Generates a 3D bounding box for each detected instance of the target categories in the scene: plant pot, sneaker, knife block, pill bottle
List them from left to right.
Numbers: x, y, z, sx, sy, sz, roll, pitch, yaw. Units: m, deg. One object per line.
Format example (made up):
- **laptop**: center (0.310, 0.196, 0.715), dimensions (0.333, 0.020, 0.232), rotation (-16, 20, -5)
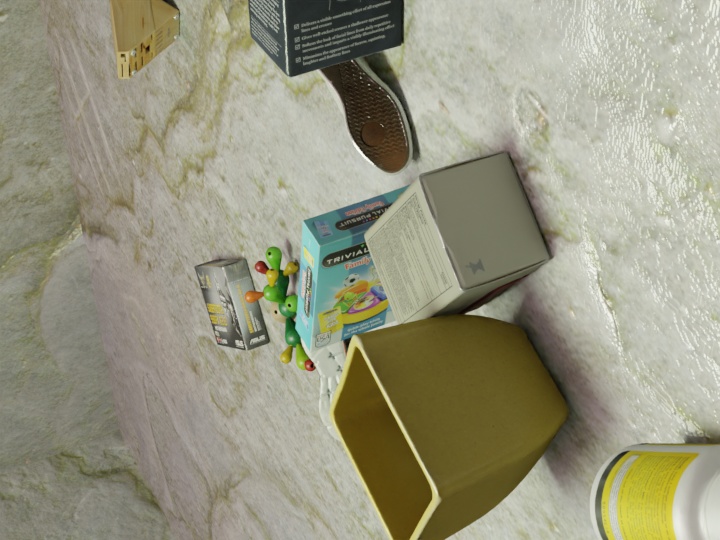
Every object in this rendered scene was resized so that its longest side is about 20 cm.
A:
- **knife block**: center (-0.407, -0.438, 2.237), dimensions (0.175, 0.200, 0.064), rotation (30, 145, 16)
- **sneaker**: center (-0.032, 0.156, 1.956), dimensions (0.082, 0.076, 0.202), rotation (-72, -31, -79)
- **sneaker**: center (0.008, -0.204, 1.558), dimensions (0.201, 0.072, 0.085), rotation (61, -169, 7)
- **plant pot**: center (0.105, 0.162, 1.401), dimensions (0.195, 0.199, 0.196), rotation (61, 156, 25)
- **pill bottle**: center (0.288, 0.203, 1.093), dimensions (0.115, 0.113, 0.200), rotation (71, 160, 1)

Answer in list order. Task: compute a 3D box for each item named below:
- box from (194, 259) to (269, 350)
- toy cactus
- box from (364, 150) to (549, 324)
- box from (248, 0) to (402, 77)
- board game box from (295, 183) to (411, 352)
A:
- **box**: center (-0.239, 0.061, 2.392), dimensions (0.200, 0.048, 0.160), rotation (2, 110, 68)
- **toy cactus**: center (-0.123, 0.067, 2.068), dimensions (0.201, 0.102, 0.165), rotation (63, 169, -1)
- **box**: center (0.097, -0.026, 1.390), dimensions (0.129, 0.108, 0.200), rotation (69, 159, 9)
- **box**: center (-0.041, -0.337, 1.423), dimensions (0.107, 0.147, 0.201), rotation (50, 150, 43)
- **board game box**: center (0.000, 0.000, 1.597), dimensions (0.047, 0.150, 0.201), rotation (55, 154, 33)
